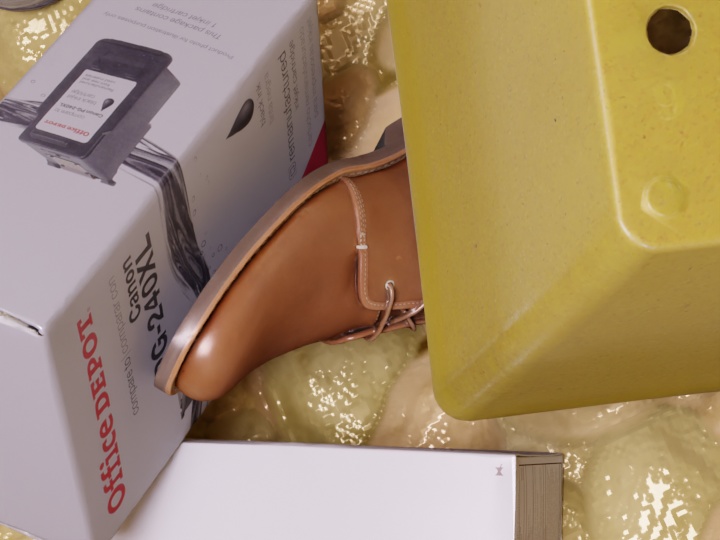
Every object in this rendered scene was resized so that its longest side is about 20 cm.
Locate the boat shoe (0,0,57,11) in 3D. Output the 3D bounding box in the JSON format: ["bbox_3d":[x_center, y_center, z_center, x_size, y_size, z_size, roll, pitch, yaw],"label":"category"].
[{"bbox_3d":[-0.150,-0.223,0.889,0.075,0.072,0.202,5,86,19],"label":"boat shoe"}]

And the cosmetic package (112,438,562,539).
[{"bbox_3d":[-0.022,0.097,0.804,0.199,0.082,0.051,0,84,20],"label":"cosmetic package"}]

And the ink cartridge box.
[{"bbox_3d":[-0.094,-0.009,0.759,0.083,0.146,0.200,20,52,19],"label":"ink cartridge box"}]

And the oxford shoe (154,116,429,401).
[{"bbox_3d":[0.000,0.000,0.760,0.071,0.200,0.071,42,139,14],"label":"oxford shoe"}]

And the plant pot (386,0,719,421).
[{"bbox_3d":[0.126,-0.065,0.684,0.198,0.176,0.202,-6,81,-8],"label":"plant pot"}]
